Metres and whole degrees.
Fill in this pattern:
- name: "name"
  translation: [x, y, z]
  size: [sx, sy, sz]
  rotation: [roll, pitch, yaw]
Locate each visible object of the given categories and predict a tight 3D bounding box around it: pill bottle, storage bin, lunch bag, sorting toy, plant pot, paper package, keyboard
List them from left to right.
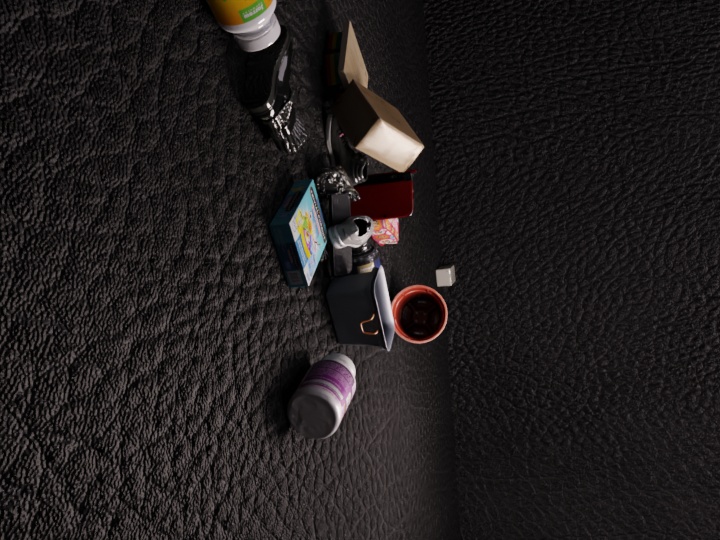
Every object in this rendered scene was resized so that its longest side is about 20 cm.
- name: "pill bottle"
  translation: [-0.207, -0.472, 1.075]
  size: [0.200, 0.110, 0.112]
  rotation: [63, 26, -54]
- name: "pill bottle"
  translation: [-0.072, 0.253, 1.345]
  size: [0.200, 0.112, 0.113]
  rotation: [-55, 138, -67]
- name: "keyboard"
  translation: [-0.065, -0.085, 1.573]
  size: [0.127, 0.021, 0.201]
  rotation: [-12, 102, -53]
- name: "sorting toy"
  translation: [-0.042, -0.545, 1.799]
  size: [0.200, 0.069, 0.200]
  rotation: [64, 26, -54]
- name: "storage bin"
  translation: [-0.003, 0.105, 1.610]
  size: [0.146, 0.134, 0.201]
  rotation: [-70, 150, -58]
- name: "pill bottle"
  translation: [0.000, 0.000, 1.698]
  size: [0.112, 0.111, 0.201]
  rotation: [-62, 144, -64]
- name: "paper package"
  translation: [0.043, -0.382, 1.713]
  size: [0.199, 0.103, 0.191]
  rotation: [18, 34, -46]
- name: "lunch bag"
  translation: [0.071, -0.188, 2.079]
  size: [0.200, 0.081, 0.177]
  rotation: [45, 41, -66]
- name: "plant pot"
  translation: [0.212, 0.164, 2.321]
  size: [0.195, 0.200, 0.202]
  rotation: [49, 38, -79]

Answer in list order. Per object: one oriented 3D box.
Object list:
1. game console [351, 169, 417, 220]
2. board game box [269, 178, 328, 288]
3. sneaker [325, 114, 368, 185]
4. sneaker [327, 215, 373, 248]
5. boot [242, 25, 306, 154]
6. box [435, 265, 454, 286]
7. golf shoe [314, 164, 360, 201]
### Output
- name: "game console"
  translation: [0.057, -0.210, 1.809]
  size: [0.172, 0.199, 0.119]
  rotation: [-42, 126, -72]
- name: "board game box"
  translation: [-0.126, -0.083, 1.377]
  size: [0.200, 0.047, 0.152]
  rotation: [-73, 153, -55]
- name: "sneaker"
  translation: [-0.031, -0.318, 1.709]
  size: [0.071, 0.099, 0.201]
  rotation: [-49, 131, -67]
- name: "sneaker"
  translation: [-0.001, -0.095, 1.546]
  size: [0.075, 0.082, 0.200]
  rotation: [68, 25, -6]
- name: "boot"
  translation: [-0.158, -0.355, 1.277]
  size: [0.158, 0.079, 0.212]
  rotation: [44, 53, -58]
- name: "box"
  translation: [0.461, 0.027, 3.476]
  size: [0.200, 0.077, 0.096]
  rotation: [-18, 102, -75]
- name: "golf shoe"
  translation: [-0.073, -0.225, 1.610]
  size: [0.095, 0.077, 0.200]
  rotation: [66, 11, 18]
